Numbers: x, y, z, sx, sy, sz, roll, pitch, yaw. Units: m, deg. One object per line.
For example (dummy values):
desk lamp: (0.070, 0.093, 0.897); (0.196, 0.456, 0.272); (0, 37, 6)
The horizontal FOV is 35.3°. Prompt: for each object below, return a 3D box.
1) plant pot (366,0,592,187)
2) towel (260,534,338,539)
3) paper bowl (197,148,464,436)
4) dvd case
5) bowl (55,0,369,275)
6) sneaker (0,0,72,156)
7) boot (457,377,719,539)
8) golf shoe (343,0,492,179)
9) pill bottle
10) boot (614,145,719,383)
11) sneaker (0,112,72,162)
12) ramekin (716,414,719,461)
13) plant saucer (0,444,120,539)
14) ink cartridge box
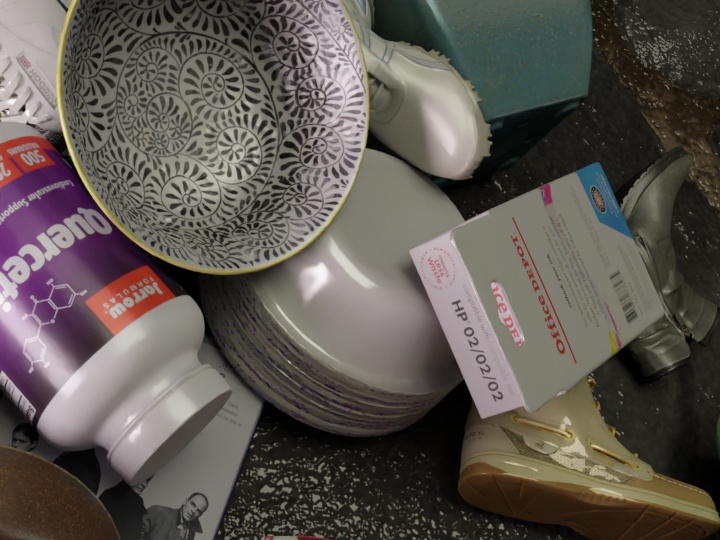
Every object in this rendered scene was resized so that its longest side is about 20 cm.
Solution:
plant pot: (0.064, -0.178, 0.877); (0.194, 0.196, 0.201); (-17, 74, -35)
towel: (0.027, 0.242, 0.679); (0.198, 0.023, 0.145); (13, 56, -17)
paper bowl: (0.000, 0.000, 0.757); (0.199, 0.104, 0.202); (22, 44, -23)
dvd case: (-0.147, 0.111, 0.674); (0.149, 0.025, 0.201); (26, 50, -9)
bowl: (-0.099, -0.100, 0.668); (0.199, 0.094, 0.203); (-2, 94, -36)
sneaker: (-0.199, -0.125, 0.681); (0.200, 0.076, 0.081); (39, 61, -34)
boot: (0.162, 0.108, 0.808); (0.198, 0.073, 0.157); (15, 52, -14)
golf shoe: (-0.003, -0.128, 0.756); (0.200, 0.079, 0.097); (45, 37, 18)
pill bottle: (-0.166, 0.020, 0.636); (0.200, 0.113, 0.112); (46, 50, 7)
boot: (0.248, -0.004, 0.939); (0.131, 0.068, 0.200); (44, 57, 0)
sneaker: (-0.222, -0.116, 0.764); (0.085, 0.078, 0.201); (42, 49, -33)
ramekin: (0.353, 0.136, 0.808); (0.198, 0.201, 0.098); (15, 45, -18)
plant saucer: (-0.200, 0.164, 0.501); (0.198, 0.202, 0.035); (0, 30, -27)
ink cartridge box: (0.106, 0.014, 0.710); (0.199, 0.068, 0.116); (-23, 89, -51)
